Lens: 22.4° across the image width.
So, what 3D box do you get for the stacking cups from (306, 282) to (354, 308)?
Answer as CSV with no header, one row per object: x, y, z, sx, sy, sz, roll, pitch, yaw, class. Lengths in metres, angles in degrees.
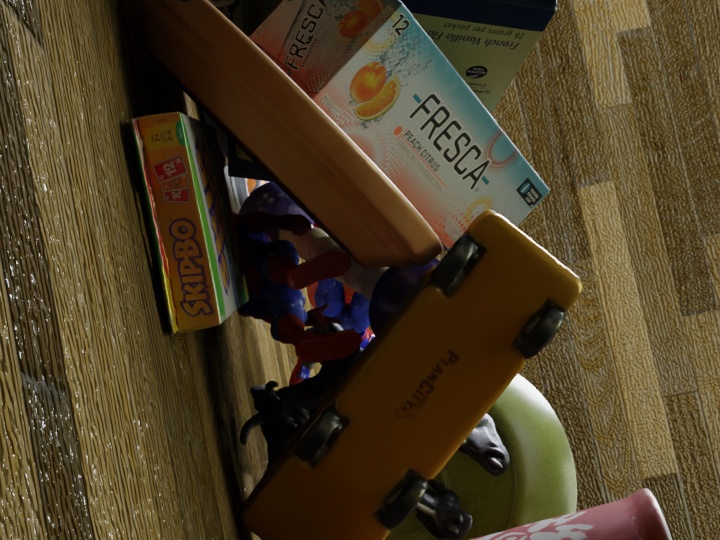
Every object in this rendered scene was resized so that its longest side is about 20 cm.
0.029,-0.026,1.220,0.200,0.060,0.061,-41,-125,53,stacking cups

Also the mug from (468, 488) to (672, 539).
0.057,0.203,0.873,0.178,0.200,0.134,78,0,-48,mug

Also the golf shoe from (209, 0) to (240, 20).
-0.085,-0.184,1.001,0.200,0.077,0.088,62,22,-87,golf shoe

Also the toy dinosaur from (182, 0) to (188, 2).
-0.055,-0.199,0.811,0.200,0.136,0.102,16,-33,44,toy dinosaur

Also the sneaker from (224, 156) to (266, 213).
-0.035,-0.058,1.248,0.200,0.112,0.078,-99,177,-52,sneaker

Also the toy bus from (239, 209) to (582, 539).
0.025,0.064,0.910,0.065,0.200,0.078,38,4,-2,toy bus

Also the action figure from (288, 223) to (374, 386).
-0.014,0.049,1.208,0.200,0.065,0.099,94,6,-60,action figure

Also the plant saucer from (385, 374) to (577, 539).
0.036,0.143,1.125,0.031,0.200,0.200,33,40,-55,plant saucer

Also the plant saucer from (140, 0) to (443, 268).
-0.041,-0.069,0.906,0.200,0.037,0.200,44,-1,1,plant saucer

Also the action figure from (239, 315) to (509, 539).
-0.010,0.094,1.031,0.200,0.102,0.119,26,87,-44,action figure

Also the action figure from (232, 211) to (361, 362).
-0.045,0.003,0.991,0.200,0.052,0.066,-155,-130,-67,action figure

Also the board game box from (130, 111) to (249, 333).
-0.079,-0.024,0.867,0.200,0.030,0.096,-46,125,-86,board game box

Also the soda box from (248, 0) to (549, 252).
0.024,-0.079,0.956,0.064,0.068,0.200,43,0,37,soda box

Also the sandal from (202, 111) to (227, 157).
-0.092,-0.159,1.175,0.076,0.043,0.200,-100,178,-58,sandal

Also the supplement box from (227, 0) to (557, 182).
0.008,-0.180,1.067,0.200,0.134,0.200,122,-29,-55,supplement box

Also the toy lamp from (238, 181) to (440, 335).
0.000,0.000,1.035,0.200,0.058,0.058,34,-37,52,toy lamp
